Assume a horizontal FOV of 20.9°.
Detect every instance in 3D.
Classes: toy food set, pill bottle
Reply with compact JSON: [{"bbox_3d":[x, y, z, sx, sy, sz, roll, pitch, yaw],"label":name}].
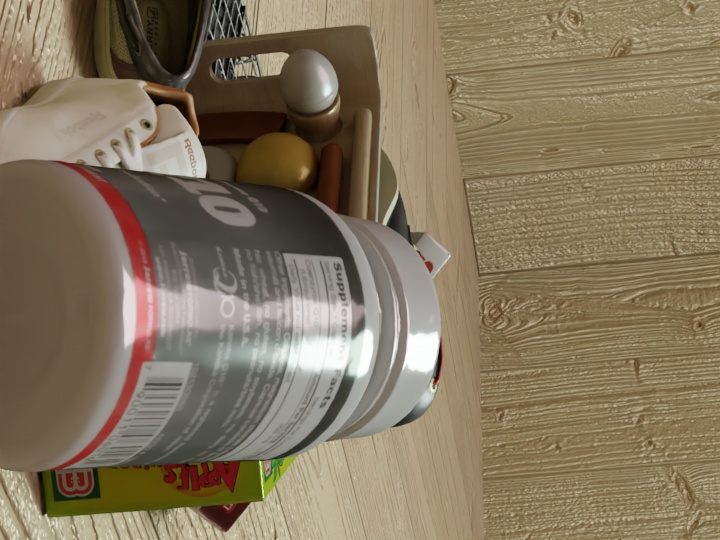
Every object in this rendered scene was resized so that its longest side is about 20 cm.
[{"bbox_3d":[-0.064,-0.054,1.028,0.200,0.143,0.061,-87,169,-47],"label":"toy food set"},{"bbox_3d":[-0.065,0.020,0.776,0.200,0.114,0.114,4,80,-51],"label":"pill bottle"}]

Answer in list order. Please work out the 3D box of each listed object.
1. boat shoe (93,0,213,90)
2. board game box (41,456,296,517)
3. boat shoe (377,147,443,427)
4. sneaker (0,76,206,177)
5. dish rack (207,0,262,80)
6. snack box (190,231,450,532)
[{"bbox_3d":[-0.104,-0.186,1.027,0.065,0.073,0.201,-8,-93,58],"label":"boat shoe"},{"bbox_3d":[-0.082,0.073,0.965,0.200,0.101,0.048,-41,125,-81],"label":"board game box"},{"bbox_3d":[-0.003,0.001,1.048,0.202,0.073,0.063,-104,174,-49],"label":"boat shoe"},{"bbox_3d":[-0.117,-0.044,0.855,0.200,0.084,0.073,-74,159,-63],"label":"sneaker"},{"bbox_3d":[-0.086,-0.092,1.244,0.154,0.054,0.201,-88,168,-52],"label":"dish rack"},{"bbox_3d":[-0.028,0.060,1.106,0.024,0.200,0.072,42,-10,-13],"label":"snack box"}]
